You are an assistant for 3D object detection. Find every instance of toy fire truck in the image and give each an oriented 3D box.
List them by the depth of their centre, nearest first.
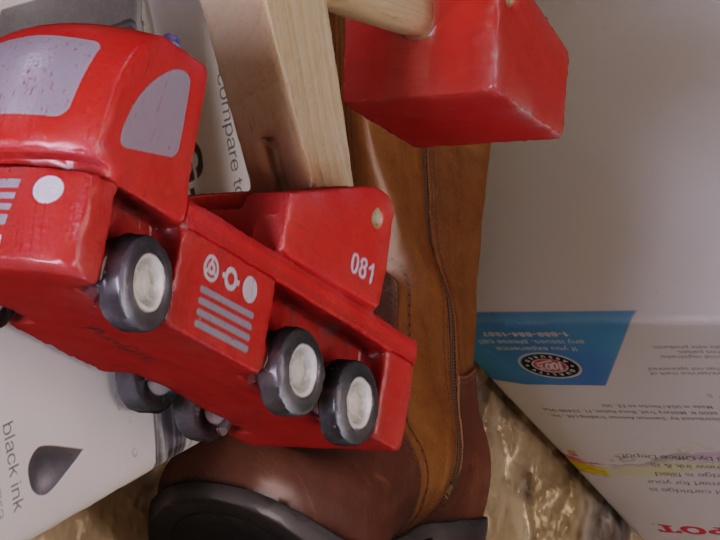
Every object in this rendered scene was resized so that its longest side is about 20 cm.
[{"bbox_3d":[-0.020,-0.031,0.635,0.200,0.049,0.141,33,61,-54],"label":"toy fire truck"}]

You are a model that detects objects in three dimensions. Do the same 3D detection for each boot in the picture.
[{"bbox_3d":[0.000,0.000,0.815,0.188,0.068,0.200,20,71,-57],"label":"boot"}]

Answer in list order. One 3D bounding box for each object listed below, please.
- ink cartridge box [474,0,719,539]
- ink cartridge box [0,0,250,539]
[{"bbox_3d":[0.147,0.002,0.986,0.200,0.147,0.146,47,50,-50],"label":"ink cartridge box"},{"bbox_3d":[-0.095,-0.019,0.638,0.200,0.083,0.145,-28,113,-56],"label":"ink cartridge box"}]
